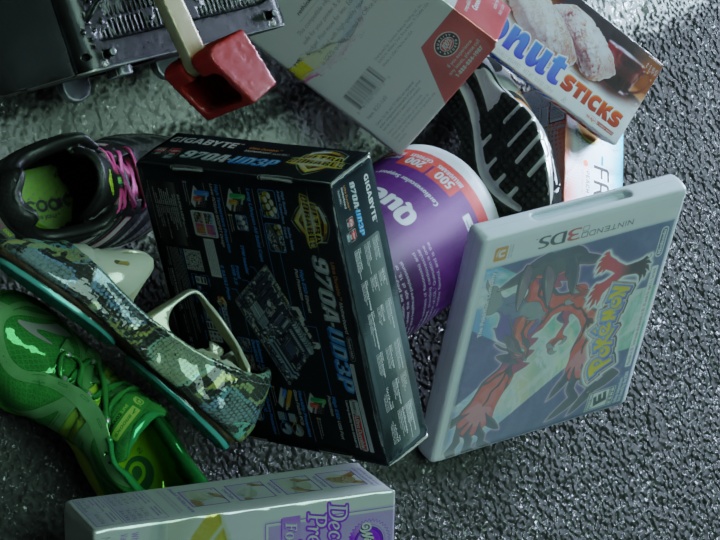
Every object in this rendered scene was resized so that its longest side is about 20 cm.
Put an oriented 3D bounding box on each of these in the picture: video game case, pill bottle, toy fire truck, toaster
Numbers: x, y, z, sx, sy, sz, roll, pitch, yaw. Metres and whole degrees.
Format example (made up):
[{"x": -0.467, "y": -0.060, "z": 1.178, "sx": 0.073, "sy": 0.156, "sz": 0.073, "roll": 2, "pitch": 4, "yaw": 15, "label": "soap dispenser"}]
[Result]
[{"x": 0.136, "y": 0.035, "z": 1.731, "sx": 0.182, "sy": 0.023, "sz": 0.200, "roll": -15, "pitch": 133, "yaw": -32, "label": "video game case"}, {"x": 0.000, "y": 0.000, "z": 1.666, "sx": 0.200, "sy": 0.112, "sz": 0.113, "roll": -36, "pitch": 103, "yaw": -42, "label": "pill bottle"}, {"x": -0.102, "y": -0.210, "z": 1.511, "sx": 0.200, "sy": 0.049, "sz": 0.141, "roll": 55, "pitch": 50, "yaw": -17, "label": "toy fire truck"}, {"x": -0.168, "y": -0.216, "z": 1.568, "sx": 0.181, "sy": 0.119, "sz": 0.200, "roll": -20, "pitch": 93, "yaw": -44, "label": "toaster"}]

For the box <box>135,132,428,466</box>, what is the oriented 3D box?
[{"x": -0.049, "y": 0.017, "z": 1.537, "sx": 0.046, "sy": 0.159, "sz": 0.200, "roll": -37, "pitch": 124, "yaw": -43, "label": "box"}]

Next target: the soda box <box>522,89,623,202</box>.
[{"x": 0.154, "y": -0.039, "z": 1.850, "sx": 0.068, "sy": 0.064, "sz": 0.200, "roll": 18, "pitch": 68, "yaw": -39, "label": "soda box"}]

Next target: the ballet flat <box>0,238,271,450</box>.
[{"x": -0.135, "y": 0.027, "z": 1.506, "sx": 0.200, "sy": 0.074, "sz": 0.074, "roll": 42, "pitch": 54, "yaw": -21, "label": "ballet flat"}]

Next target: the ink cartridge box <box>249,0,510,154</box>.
[{"x": -0.012, "y": -0.189, "z": 1.675, "sx": 0.200, "sy": 0.116, "sz": 0.068, "roll": 38, "pitch": 30, "yaw": -8, "label": "ink cartridge box"}]

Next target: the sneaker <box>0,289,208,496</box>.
[{"x": -0.163, "y": 0.082, "z": 1.515, "sx": 0.200, "sy": 0.084, "sz": 0.074, "roll": 47, "pitch": 57, "yaw": -22, "label": "sneaker"}]

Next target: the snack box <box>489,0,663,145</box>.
[{"x": 0.137, "y": -0.169, "z": 1.780, "sx": 0.200, "sy": 0.024, "sz": 0.072, "roll": 32, "pitch": 89, "yaw": -37, "label": "snack box"}]

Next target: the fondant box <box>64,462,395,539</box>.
[{"x": -0.080, "y": 0.205, "z": 1.507, "sx": 0.200, "sy": 0.058, "sz": 0.144, "roll": -6, "pitch": 105, "yaw": -26, "label": "fondant box"}]

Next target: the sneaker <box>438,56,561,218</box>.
[{"x": 0.107, "y": -0.096, "z": 1.772, "sx": 0.080, "sy": 0.074, "sz": 0.200, "roll": 32, "pitch": 26, "yaw": -43, "label": "sneaker"}]

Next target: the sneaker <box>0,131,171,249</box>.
[{"x": -0.171, "y": -0.050, "z": 1.542, "sx": 0.200, "sy": 0.087, "sz": 0.074, "roll": -14, "pitch": 88, "yaw": -44, "label": "sneaker"}]
